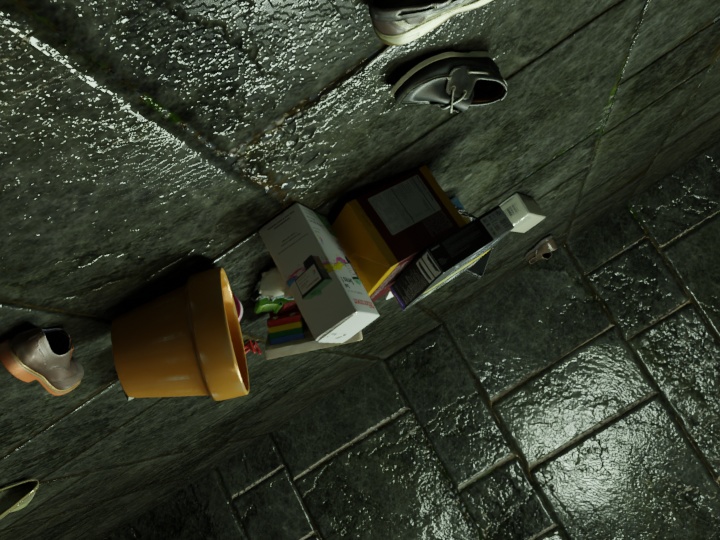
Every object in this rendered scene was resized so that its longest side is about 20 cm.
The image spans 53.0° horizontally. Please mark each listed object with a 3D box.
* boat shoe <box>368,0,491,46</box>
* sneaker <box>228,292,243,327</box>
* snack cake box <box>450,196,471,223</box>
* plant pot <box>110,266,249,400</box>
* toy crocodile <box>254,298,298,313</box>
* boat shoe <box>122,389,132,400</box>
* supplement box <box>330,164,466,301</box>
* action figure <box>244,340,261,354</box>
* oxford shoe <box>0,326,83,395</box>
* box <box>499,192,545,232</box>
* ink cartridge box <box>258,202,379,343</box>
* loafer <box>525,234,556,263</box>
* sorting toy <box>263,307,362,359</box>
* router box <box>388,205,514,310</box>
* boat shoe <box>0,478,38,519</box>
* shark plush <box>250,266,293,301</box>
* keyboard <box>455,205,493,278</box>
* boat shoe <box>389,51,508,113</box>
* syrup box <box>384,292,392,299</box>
[{"bbox_3d":[0.096,-0.299,0.722,0.198,0.074,0.065,-34,171,10],"label":"boat shoe"},{"bbox_3d":[-0.286,0.110,1.295,0.197,0.083,0.088,-28,171,7],"label":"sneaker"},{"bbox_3d":[0.151,-0.065,1.563,0.197,0.117,0.067,-26,168,-24],"label":"snack cake box"},{"bbox_3d":[-0.283,0.115,1.132,0.179,0.205,0.201,-13,164,-5],"label":"plant pot"},{"bbox_3d":[-0.128,0.049,1.465,0.197,0.063,0.068,-19,162,-41],"label":"toy crocodile"},{"bbox_3d":[-0.405,0.188,1.335,0.060,0.073,0.201,-20,170,-28],"label":"boat shoe"},{"bbox_3d":[0.048,-0.053,1.309,0.198,0.134,0.198,-28,167,-34],"label":"supplement box"},{"bbox_3d":[-0.330,0.238,1.722,0.197,0.052,0.065,-31,170,6],"label":"action figure"},{"bbox_3d":[-0.442,0.129,1.054,0.072,0.072,0.200,-34,166,-6],"label":"oxford shoe"},{"bbox_3d":[0.435,-0.155,1.965,0.082,0.069,0.199,-36,166,21],"label":"box"},{"bbox_3d":[-0.063,0.008,1.169,0.083,0.203,0.145,-32,167,11],"label":"ink cartridge box"},{"bbox_3d":[0.714,-0.068,2.862,0.072,0.072,0.201,-26,165,-17],"label":"loafer"},{"bbox_3d":[-0.102,0.105,1.491,0.194,0.071,0.200,-11,-171,-2],"label":"sorting toy"},{"bbox_3d":[0.161,-0.022,1.289,0.198,0.053,0.157,-30,168,-35],"label":"router box"},{"bbox_3d":[-0.813,0.522,1.614,0.063,0.074,0.200,-44,166,22],"label":"boat shoe"},{"bbox_3d":[-0.137,0.035,1.327,0.082,0.093,0.199,1,151,-45],"label":"shark plush"},{"bbox_3d":[0.196,-0.080,1.523,0.130,0.197,0.021,-66,-162,-11],"label":"keyboard"},{"bbox_3d":[0.124,-0.249,0.974,0.197,0.069,0.072,-19,164,-38],"label":"boat shoe"},{"bbox_3d":[0.090,-0.012,1.683,0.077,0.083,0.201,-24,165,-16],"label":"syrup box"}]
